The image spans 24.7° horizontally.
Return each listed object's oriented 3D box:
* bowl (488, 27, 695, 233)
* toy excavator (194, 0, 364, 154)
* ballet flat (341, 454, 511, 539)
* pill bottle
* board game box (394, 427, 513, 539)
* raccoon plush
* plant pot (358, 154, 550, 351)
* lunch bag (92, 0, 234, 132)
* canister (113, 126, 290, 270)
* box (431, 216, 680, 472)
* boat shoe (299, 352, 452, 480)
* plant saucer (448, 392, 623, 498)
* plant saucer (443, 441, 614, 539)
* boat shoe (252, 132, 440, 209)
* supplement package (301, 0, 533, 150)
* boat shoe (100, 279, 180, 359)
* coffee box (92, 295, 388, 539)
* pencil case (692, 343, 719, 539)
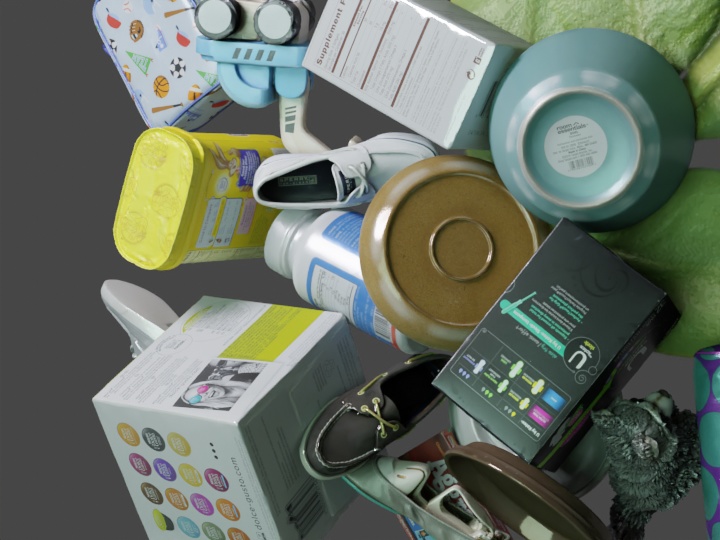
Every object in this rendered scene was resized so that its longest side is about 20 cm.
[{"bbox_3d":[0.212,-0.122,1.545,0.201,0.105,0.201,3,105,12],"label":"bowl"},{"bbox_3d":[-0.083,-0.195,1.768,0.194,0.100,0.200,6,105,9],"label":"toy excavator"},{"bbox_3d":[0.068,0.231,1.678,0.200,0.067,0.064,37,111,6],"label":"ballet flat"},{"bbox_3d":[0.000,0.000,1.730,0.200,0.112,0.112,28,107,30],"label":"pill bottle"},{"bbox_3d":[0.101,0.275,1.720,0.103,0.019,0.200,-35,81,29],"label":"board game box"},{"bbox_3d":[0.261,0.204,1.553,0.097,0.134,0.200,12,100,32],"label":"raccoon plush"},{"bbox_3d":[0.099,-0.020,1.635,0.200,0.027,0.200,1,82,-9],"label":"plant pot"},{"bbox_3d":[-0.217,-0.263,1.882,0.160,0.076,0.200,-35,75,32],"label":"lunch bag"},{"bbox_3d":[-0.160,-0.078,1.778,0.087,0.200,0.149,25,106,30],"label":"canister"},{"bbox_3d":[0.187,0.074,1.548,0.124,0.149,0.200,39,93,19],"label":"box"},{"bbox_3d":[0.020,0.141,1.669,0.072,0.201,0.061,56,142,-2],"label":"boat shoe"},{"bbox_3d":[0.167,0.144,1.665,0.200,0.050,0.200,3,95,33],"label":"plant saucer"},{"bbox_3d":[0.169,0.228,1.595,0.200,0.200,0.029,30,74,29],"label":"plant saucer"},{"bbox_3d":[-0.014,-0.094,1.720,0.200,0.065,0.074,-12,109,8],"label":"boat shoe"},{"bbox_3d":[0.064,-0.214,1.671,0.200,0.117,0.117,33,110,28],"label":"supplement package"},{"bbox_3d":[-0.235,0.086,1.924,0.200,0.072,0.069,35,112,17],"label":"boat shoe"},{"bbox_3d":[-0.122,0.167,1.727,0.198,0.200,0.200,6,126,34],"label":"coffee box"},{"bbox_3d":[0.358,0.163,1.517,0.092,0.085,0.200,-7,90,49],"label":"pencil case"}]
